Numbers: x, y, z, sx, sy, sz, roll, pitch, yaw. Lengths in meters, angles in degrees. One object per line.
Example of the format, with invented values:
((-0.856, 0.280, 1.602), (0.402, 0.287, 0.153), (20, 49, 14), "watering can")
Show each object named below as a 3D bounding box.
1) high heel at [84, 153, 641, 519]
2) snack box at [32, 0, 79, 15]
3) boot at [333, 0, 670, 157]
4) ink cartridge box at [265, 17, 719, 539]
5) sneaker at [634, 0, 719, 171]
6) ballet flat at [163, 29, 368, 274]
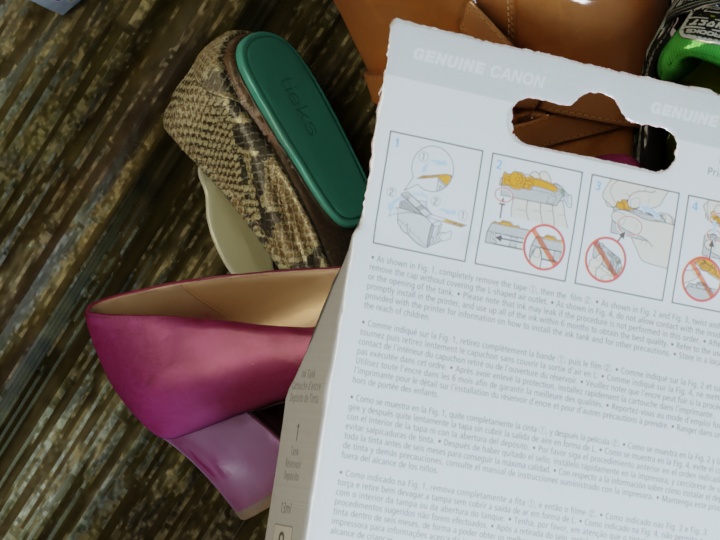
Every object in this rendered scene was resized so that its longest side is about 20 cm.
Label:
((0.000, 0.000, 0.903), (0.200, 0.067, 0.096), (-38, 102, 11), "high heel")
((-0.122, -0.237, 1.069), (0.169, 0.068, 0.200), (-36, 70, 16), "snack box")
((0.013, -0.092, 0.943), (0.199, 0.074, 0.155), (3, 114, 6), "boot")
((0.058, 0.032, 0.862), (0.050, 0.161, 0.201), (170, 110, -68), "ink cartridge box")
((0.147, -0.094, 0.921), (0.078, 0.085, 0.201), (10, 87, 25), "sneaker")
((-0.009, 0.001, 0.993), (0.075, 0.068, 0.200), (-44, 76, 35), "ballet flat")
